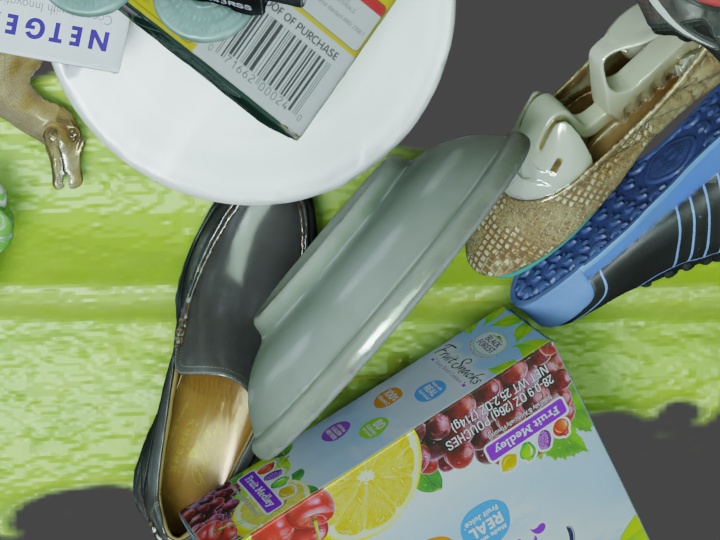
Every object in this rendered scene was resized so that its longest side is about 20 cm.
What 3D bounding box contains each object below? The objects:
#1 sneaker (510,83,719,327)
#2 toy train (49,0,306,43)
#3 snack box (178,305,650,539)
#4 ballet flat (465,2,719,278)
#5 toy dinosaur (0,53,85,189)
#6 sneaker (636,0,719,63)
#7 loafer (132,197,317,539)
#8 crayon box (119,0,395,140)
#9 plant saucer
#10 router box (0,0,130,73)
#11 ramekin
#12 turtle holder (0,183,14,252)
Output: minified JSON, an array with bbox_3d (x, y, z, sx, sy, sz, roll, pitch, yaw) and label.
[{"bbox_3d":[0.171,-0.028,1.367,0.200,0.070,0.078,-40,114,9],"label":"sneaker"},{"bbox_3d":[-0.106,-0.169,1.129,0.199,0.085,0.114,14,72,6],"label":"toy train"},{"bbox_3d":[0.036,0.143,1.354,0.200,0.068,0.169,-31,115,-9],"label":"snack box"},{"bbox_3d":[0.117,-0.082,1.350,0.200,0.070,0.065,-46,140,-2],"label":"ballet flat"},{"bbox_3d":[-0.198,-0.122,1.319,0.101,0.058,0.200,-21,127,0],"label":"toy dinosaur"},{"bbox_3d":[0.148,-0.167,1.299,0.071,0.201,0.098,-27,136,-8],"label":"sneaker"},{"bbox_3d":[-0.064,0.047,1.359,0.073,0.072,0.201,12,99,-6],"label":"loafer"},{"bbox_3d":[-0.023,-0.177,1.217,0.127,0.051,0.200,38,86,-27],"label":"crayon box"},{"bbox_3d":[0.000,0.000,1.287,0.050,0.200,0.200,39,95,-3],"label":"plant saucer"},{"bbox_3d":[-0.186,-0.194,1.193,0.199,0.049,0.180,8,99,-26],"label":"router box"},{"bbox_3d":[-0.056,-0.138,1.316,0.202,0.094,0.203,-1,101,-5],"label":"ramekin"},{"bbox_3d":[-0.271,-0.006,1.295,0.185,0.141,0.132,4,100,10],"label":"turtle holder"}]
